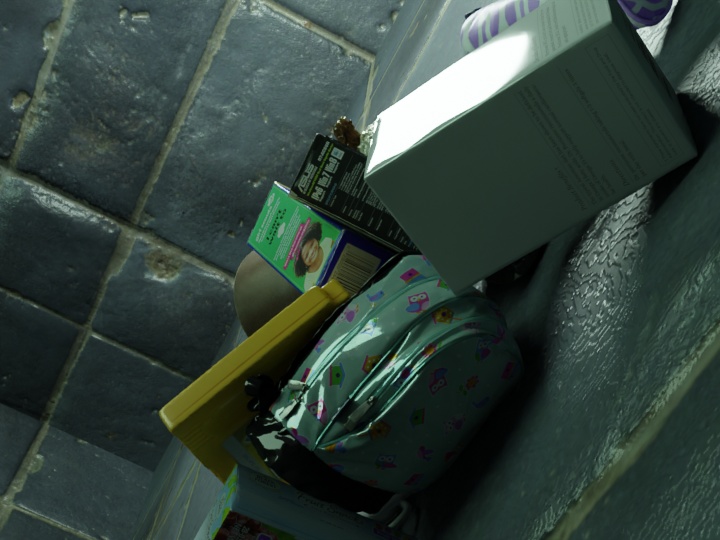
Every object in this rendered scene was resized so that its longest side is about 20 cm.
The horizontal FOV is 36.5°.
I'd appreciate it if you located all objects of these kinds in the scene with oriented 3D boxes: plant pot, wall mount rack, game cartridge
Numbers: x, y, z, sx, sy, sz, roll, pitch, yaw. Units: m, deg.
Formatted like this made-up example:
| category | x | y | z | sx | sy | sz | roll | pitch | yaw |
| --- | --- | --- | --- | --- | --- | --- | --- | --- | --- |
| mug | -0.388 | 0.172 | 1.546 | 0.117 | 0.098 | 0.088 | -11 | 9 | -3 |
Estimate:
| category | x | y | z | sx | sy | sz | roll | pitch | yaw |
| --- | --- | --- | --- | --- | --- | --- | --- | --- | --- |
| plant pot | -0.034 | 0.012 | 1.419 | 0.200 | 0.186 | 0.188 | -33 | 30 | 45 |
| wall mount rack | 0.008 | 0.183 | 1.005 | 0.173 | 0.075 | 0.200 | -36 | 4 | -14 |
| game cartridge | -0.058 | 0.112 | 0.921 | 0.176 | 0.032 | 0.200 | -39 | -31 | -8 |

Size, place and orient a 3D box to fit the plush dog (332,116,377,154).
| category | x | y | z | sx | sy | sz | roll | pitch | yaw |
| --- | --- | --- | --- | --- | --- | --- | --- | --- | --- |
| plush dog | 0.070 | -0.173 | 1.417 | 0.172 | 0.161 | 0.200 | -43 | 0 | -24 |

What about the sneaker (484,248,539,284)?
| category | x | y | z | sx | sy | sz | roll | pitch | yaw |
| --- | --- | --- | --- | --- | --- | --- | --- | --- | --- |
| sneaker | 0.142 | -0.083 | 0.967 | 0.201 | 0.076 | 0.089 | -63 | 1 | -4 |

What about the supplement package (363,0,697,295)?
| category | x | y | z | sx | sy | sz | roll | pitch | yaw |
| --- | --- | --- | --- | --- | --- | --- | --- | --- | --- |
| supplement package | 0.117 | -0.097 | 0.779 | 0.199 | 0.117 | 0.118 | -30 | 24 | 22 |

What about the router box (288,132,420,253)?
| category | x | y | z | sx | sy | sz | roll | pitch | yaw |
| --- | --- | --- | --- | --- | --- | --- | --- | --- | --- |
| router box | 0.021 | -0.063 | 0.999 | 0.063 | 0.149 | 0.200 | -64 | 0 | 5 |

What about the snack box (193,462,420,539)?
| category | x | y | z | sx | sy | sz | roll | pitch | yaw |
| --- | --- | --- | --- | --- | --- | --- | --- | --- | --- |
| snack box | -0.067 | 0.274 | 0.867 | 0.201 | 0.168 | 0.068 | -59 | 14 | 22 |

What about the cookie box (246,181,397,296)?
| category | x | y | z | sx | sy | sz | roll | pitch | yaw |
| --- | --- | --- | --- | --- | --- | --- | --- | --- | --- |
| cookie box | 0.000 | 0.000 | 1.052 | 0.076 | 0.170 | 0.200 | -62 | 28 | 4 |

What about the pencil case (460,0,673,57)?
| category | x | y | z | sx | sy | sz | roll | pitch | yaw |
| --- | --- | --- | --- | --- | --- | --- | --- | --- | --- |
| pencil case | 0.175 | -0.218 | 0.953 | 0.199 | 0.085 | 0.085 | -13 | 92 | 54 |

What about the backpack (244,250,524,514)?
| category | x | y | z | sx | sy | sz | roll | pitch | yaw |
| --- | --- | --- | --- | --- | --- | --- | --- | --- | --- |
| backpack | 0.027 | 0.089 | 0.849 | 0.200 | 0.167 | 0.127 | -49 | 55 | 7 |
